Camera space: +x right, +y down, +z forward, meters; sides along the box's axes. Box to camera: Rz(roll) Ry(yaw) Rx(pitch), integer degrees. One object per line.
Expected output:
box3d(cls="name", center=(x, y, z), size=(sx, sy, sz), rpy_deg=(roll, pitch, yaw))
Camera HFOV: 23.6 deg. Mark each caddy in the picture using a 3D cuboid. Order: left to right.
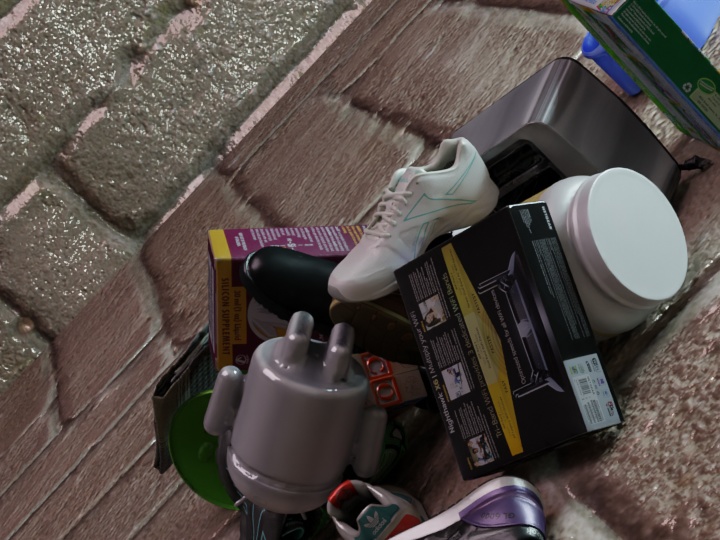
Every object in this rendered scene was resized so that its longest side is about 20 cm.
box3d(cls="caddy", center=(0.330, -0.298, 1.968), size=(0.141, 0.105, 0.200), rpy_deg=(-27, 24, 48))

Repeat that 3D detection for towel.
box3d(cls="towel", center=(-0.180, 0.119, 1.967), size=(0.193, 0.034, 0.200), rpy_deg=(-50, -16, -29))

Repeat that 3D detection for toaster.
box3d(cls="toaster", center=(0.198, -0.090, 1.669), size=(0.200, 0.181, 0.119), rpy_deg=(-33, 21, 43))

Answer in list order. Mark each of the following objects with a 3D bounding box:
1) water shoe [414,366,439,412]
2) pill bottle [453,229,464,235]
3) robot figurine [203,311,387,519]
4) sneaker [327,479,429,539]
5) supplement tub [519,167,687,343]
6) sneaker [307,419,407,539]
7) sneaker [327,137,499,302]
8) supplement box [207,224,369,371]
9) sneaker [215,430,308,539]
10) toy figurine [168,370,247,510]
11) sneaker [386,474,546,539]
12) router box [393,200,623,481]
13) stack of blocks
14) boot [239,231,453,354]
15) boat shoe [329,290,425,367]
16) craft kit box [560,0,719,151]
box3d(cls="water shoe", center=(0.119, 0.061, 1.738), size=(0.200, 0.071, 0.079), rpy_deg=(-54, 37, -7))
box3d(cls="pill bottle", center=(0.088, -0.010, 1.877), size=(0.113, 0.112, 0.200), rpy_deg=(-47, 15, -5))
box3d(cls="robot figurine", center=(-0.059, 0.142, 1.598), size=(0.113, 0.169, 0.201), rpy_deg=(-70, -3, -68))
box3d(cls="sneaker", center=(0.009, 0.216, 1.558), size=(0.070, 0.093, 0.200), rpy_deg=(-47, 16, -4))
box3d(cls="supplement tub", center=(0.179, 0.002, 1.547), size=(0.200, 0.145, 0.146), rpy_deg=(-29, 23, 46))
box3d(cls="sneaker", center=(-0.019, 0.210, 1.723), size=(0.085, 0.078, 0.200), rpy_deg=(-12, -18, -39))
box3d(cls="sneaker", center=(0.039, -0.048, 1.572), size=(0.200, 0.081, 0.070), rpy_deg=(-41, 37, -23))
box3d(cls="supplement box", center=(-0.062, 0.028, 1.834), size=(0.199, 0.132, 0.103), rpy_deg=(-3, 19, -9))
box3d(cls="sneaker", center=(-0.086, 0.228, 1.694), size=(0.079, 0.201, 0.075), rpy_deg=(-19, -13, 40))
box3d(cls="toy figurine", center=(-0.108, 0.144, 1.958), size=(0.201, 0.150, 0.184), rpy_deg=(-64, -4, 29))
box3d(cls="sneaker", center=(0.064, 0.249, 1.381), size=(0.200, 0.076, 0.088), rpy_deg=(-41, 22, 19))
box3d(cls="router box", center=(0.123, 0.062, 1.471), size=(0.052, 0.201, 0.157), rpy_deg=(-9, -14, -42))
box3d(cls="stack of blocks", center=(-0.028, 0.140, 1.739), size=(0.115, 0.059, 0.200), rpy_deg=(-13, -14, -27))
box3d(cls="boot", center=(-0.001, 0.000, 1.701), size=(0.163, 0.198, 0.074), rpy_deg=(-48, 18, 41))
box3d(cls="boat shoe", center=(0.057, 0.050, 1.635), size=(0.072, 0.199, 0.068), rpy_deg=(-33, 43, 48))
box3d(cls="craft kit box", center=(0.291, -0.199, 1.656), size=(0.049, 0.200, 0.198), rpy_deg=(-45, 17, 2))
